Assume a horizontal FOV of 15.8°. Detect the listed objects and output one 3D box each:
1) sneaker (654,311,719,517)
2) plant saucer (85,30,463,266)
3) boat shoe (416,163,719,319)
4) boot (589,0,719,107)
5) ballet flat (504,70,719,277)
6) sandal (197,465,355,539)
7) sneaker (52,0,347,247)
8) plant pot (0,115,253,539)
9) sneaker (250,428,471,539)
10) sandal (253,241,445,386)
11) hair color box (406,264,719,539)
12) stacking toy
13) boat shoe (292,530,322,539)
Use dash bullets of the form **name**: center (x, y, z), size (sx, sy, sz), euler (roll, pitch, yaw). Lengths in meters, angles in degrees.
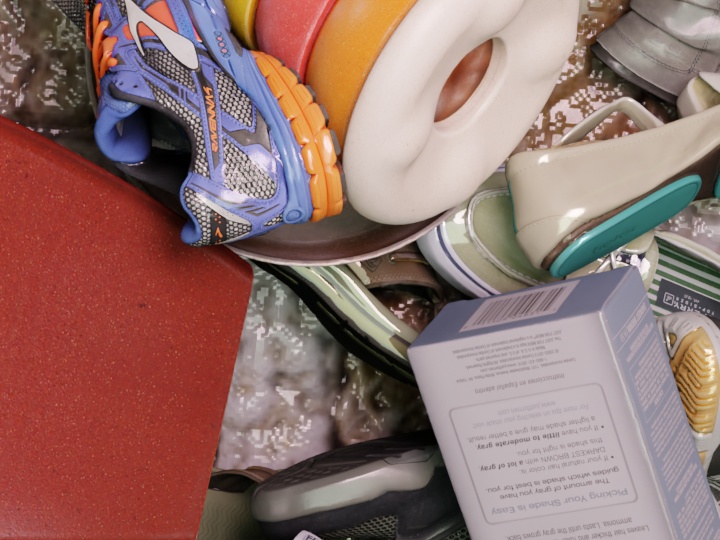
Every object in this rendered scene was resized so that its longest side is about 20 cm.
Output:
- **sneaker**: center (0.178, 0.078, 1.268), size (0.087, 0.076, 0.200), euler (-18, 145, -11)
- **plant saucer**: center (-0.029, -0.092, 1.209), size (0.199, 0.032, 0.201), euler (3, 70, -8)
- **boat shoe**: center (0.121, -0.006, 1.250), size (0.199, 0.062, 0.072), euler (17, 78, -25)
- **boot**: center (0.148, -0.150, 1.239), size (0.200, 0.068, 0.131), euler (31, 105, -11)
- **ballet flat**: center (0.153, -0.060, 1.213), size (0.200, 0.069, 0.070), euler (-20, 107, -25)
- **sandal**: center (-0.062, 0.129, 1.274), size (0.200, 0.057, 0.080), euler (10, 80, -17)
- **sneaker**: center (-0.089, -0.086, 1.119), size (0.078, 0.200, 0.075), euler (-28, 145, -23)
- **plant pot**: center (-0.160, 0.046, 1.170), size (0.176, 0.200, 0.201), euler (16, 79, -18)
- **sneaker**: center (0.041, 0.133, 1.257), size (0.199, 0.076, 0.115), euler (-5, 91, -35)
- **sandal**: center (0.000, -0.001, 1.251), size (0.201, 0.080, 0.057), euler (40, 80, -14)
- **hair color box**: center (0.104, 0.107, 1.191), size (0.099, 0.061, 0.201), euler (-12, 106, 27)
- **stacking toy**: center (-0.015, -0.127, 1.161), size (0.200, 0.146, 0.146), euler (37, 101, 25)
- **boat shoe**: center (-0.022, 0.195, 1.244), size (0.068, 0.074, 0.200), euler (27, 140, 6)
